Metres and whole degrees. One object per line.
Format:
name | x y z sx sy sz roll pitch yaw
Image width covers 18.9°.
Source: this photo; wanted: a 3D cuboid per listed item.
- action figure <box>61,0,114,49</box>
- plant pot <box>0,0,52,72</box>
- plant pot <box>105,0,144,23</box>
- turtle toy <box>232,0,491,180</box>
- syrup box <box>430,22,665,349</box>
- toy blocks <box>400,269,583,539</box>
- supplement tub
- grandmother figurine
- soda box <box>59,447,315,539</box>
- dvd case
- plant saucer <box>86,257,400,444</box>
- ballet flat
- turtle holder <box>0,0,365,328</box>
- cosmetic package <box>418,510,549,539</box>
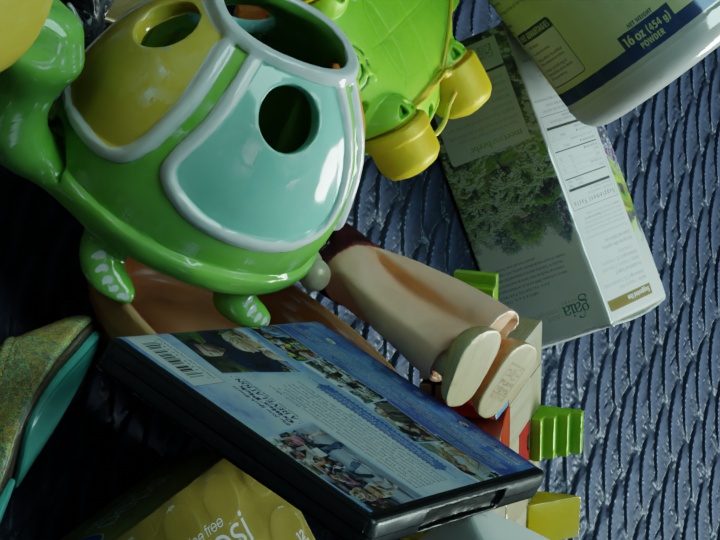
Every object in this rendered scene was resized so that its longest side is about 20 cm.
action figure | -0.173 -0.159 1.019 0.200 0.119 0.102 54 -2 -14
plant pot | -0.252 -0.140 0.854 0.189 0.200 0.201 -29 97 -38
plant pot | -0.150 -0.220 1.150 0.200 0.027 0.201 27 53 -43
turtle toy | -0.001 -0.136 1.240 0.146 0.101 0.200 61 37 -16
syrup box | 0.112 -0.055 1.370 0.081 0.079 0.201 -22 91 -54
toy blocks | 0.056 0.115 1.166 0.137 0.100 0.201 -39 132 -67
supplement tub | 0.133 -0.203 1.287 0.200 0.145 0.145 52 38 -4
grandmother figurine | 0.000 0.000 1.112 0.200 0.061 0.121 37 -1 31
soda box | -0.106 0.148 1.003 0.200 0.064 0.068 -36 103 -54
dvd case | -0.011 0.068 0.963 0.142 0.018 0.200 33 14 21
plant saucer | -0.054 0.047 1.069 0.200 0.038 0.200 33 15 -10
ballet flat | -0.174 0.081 0.953 0.071 0.071 0.200 49 39 -26
turtle holder | -0.083 -0.073 1.010 0.185 0.132 0.141 30 29 -9
cosmetic package | 0.020 0.215 1.002 0.085 0.200 0.108 29 25 -42
